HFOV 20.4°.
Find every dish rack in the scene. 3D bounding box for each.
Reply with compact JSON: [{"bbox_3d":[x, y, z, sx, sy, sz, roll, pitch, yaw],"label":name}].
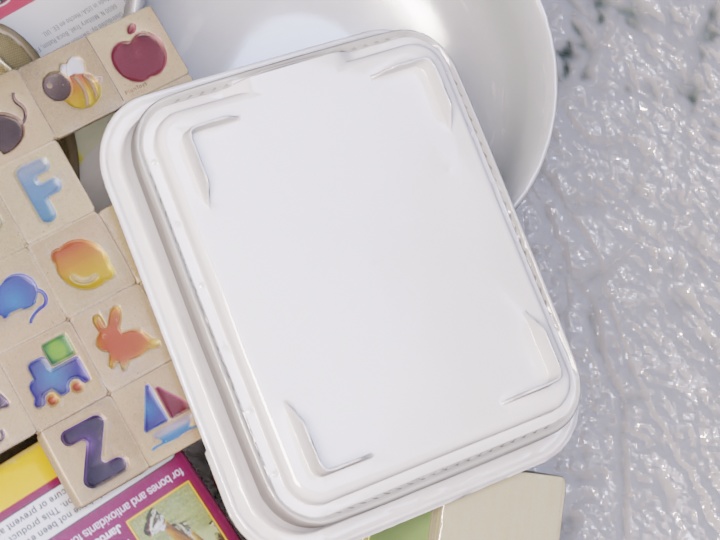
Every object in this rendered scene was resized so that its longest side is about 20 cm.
[{"bbox_3d":[0.000,0.000,0.819,0.171,0.044,0.201,-19,82,-25],"label":"dish rack"}]

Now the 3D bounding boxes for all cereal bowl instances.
[{"bbox_3d":[-0.016,-0.084,0.906,0.198,0.083,0.202,5,74,-18],"label":"cereal bowl"}]

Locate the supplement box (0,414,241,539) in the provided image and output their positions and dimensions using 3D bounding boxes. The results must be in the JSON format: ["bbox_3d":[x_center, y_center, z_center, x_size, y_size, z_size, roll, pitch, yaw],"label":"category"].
[{"bbox_3d":[-0.100,0.170,0.813,0.130,0.103,0.201,-30,84,-33],"label":"supplement box"}]

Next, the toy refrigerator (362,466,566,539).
[{"bbox_3d":[0.030,0.183,0.873,0.069,0.076,0.202,9,87,-29],"label":"toy refrigerator"}]

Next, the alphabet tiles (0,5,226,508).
[{"bbox_3d":[-0.124,0.006,0.792,0.199,0.008,0.168,-29,88,-26],"label":"alphabet tiles"}]

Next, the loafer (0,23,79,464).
[{"bbox_3d":[-0.161,-0.007,0.857,0.075,0.067,0.202,-4,97,9],"label":"loafer"}]

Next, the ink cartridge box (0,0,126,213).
[{"bbox_3d":[-0.118,-0.073,0.957,0.145,0.083,0.201,-36,88,-37],"label":"ink cartridge box"}]

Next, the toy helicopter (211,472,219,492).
[{"bbox_3d":[0.000,0.160,0.937,0.131,0.079,0.202,14,71,-35],"label":"toy helicopter"}]
